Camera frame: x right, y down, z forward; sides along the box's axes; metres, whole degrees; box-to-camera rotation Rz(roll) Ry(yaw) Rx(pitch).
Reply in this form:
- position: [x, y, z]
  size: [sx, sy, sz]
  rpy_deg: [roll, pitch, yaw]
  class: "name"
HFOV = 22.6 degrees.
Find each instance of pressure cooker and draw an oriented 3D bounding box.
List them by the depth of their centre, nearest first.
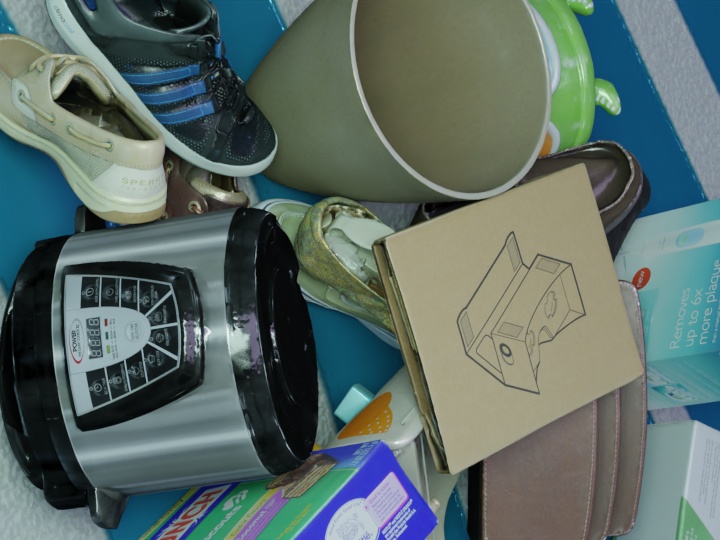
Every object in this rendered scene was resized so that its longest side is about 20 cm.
- position: [-0.137, 0.059, 1.151]
  size: [0.176, 0.198, 0.180]
  rpy_deg: [-80, 160, -58]
  class: "pressure cooker"

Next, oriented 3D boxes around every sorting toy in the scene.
- position: [0.035, 0.135, 1.328]
  size: [0.180, 0.106, 0.202]
  rpy_deg: [-52, 144, -44]
  class: "sorting toy"

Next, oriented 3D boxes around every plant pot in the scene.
- position: [0.004, -0.127, 1.302]
  size: [0.186, 0.199, 0.190]
  rpy_deg: [9, 76, -38]
  class: "plant pot"

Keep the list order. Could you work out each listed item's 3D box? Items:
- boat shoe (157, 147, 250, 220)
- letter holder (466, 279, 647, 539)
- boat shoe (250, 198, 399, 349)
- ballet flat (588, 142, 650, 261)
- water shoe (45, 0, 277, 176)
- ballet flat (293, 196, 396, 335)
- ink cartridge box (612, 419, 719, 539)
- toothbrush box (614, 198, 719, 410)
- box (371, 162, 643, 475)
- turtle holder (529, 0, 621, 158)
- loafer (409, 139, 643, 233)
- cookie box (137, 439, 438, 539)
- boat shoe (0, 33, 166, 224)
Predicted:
- position: [-0.115, -0.045, 1.269]
  size: [0.072, 0.072, 0.202]
  rpy_deg: [11, 74, -38]
  class: "boat shoe"
- position: [0.155, 0.110, 1.360]
  size: [0.140, 0.101, 0.202]
  rpy_deg: [0, 93, -2]
  class: "letter holder"
- position: [0.000, 0.000, 1.363]
  size: [0.199, 0.062, 0.073]
  rpy_deg: [29, 64, -31]
  class: "boat shoe"
- position: [0.205, -0.063, 1.502]
  size: [0.200, 0.067, 0.069]
  rpy_deg: [-62, 152, -57]
  class: "ballet flat"
- position: [-0.118, -0.137, 1.191]
  size: [0.200, 0.079, 0.072]
  rpy_deg: [39, 45, -27]
  class: "water shoe"
- position: [0.041, 0.013, 1.272]
  size: [0.199, 0.071, 0.071]
  rpy_deg: [33, 55, 9]
  class: "ballet flat"
- position: [0.317, 0.231, 1.566]
  size: [0.199, 0.087, 0.147]
  rpy_deg: [24, 67, -32]
  class: "ink cartridge box"
- position: [0.275, 0.029, 1.498]
  size: [0.085, 0.199, 0.148]
  rpy_deg: [31, 64, -30]
  class: "toothbrush box"
- position: [0.107, 0.030, 1.250]
  size: [0.199, 0.021, 0.165]
  rpy_deg: [-21, 97, -38]
  class: "box"
- position: [0.114, -0.170, 1.445]
  size: [0.130, 0.141, 0.188]
  rpy_deg: [-11, 97, -23]
  class: "turtle holder"
- position: [0.129, -0.051, 1.386]
  size: [0.198, 0.071, 0.073]
  rpy_deg: [-23, 61, -10]
  class: "loafer"
- position: [-0.075, 0.197, 1.171]
  size: [0.171, 0.199, 0.076]
  rpy_deg: [-44, 107, -37]
  class: "cookie box"
- position: [-0.185, -0.108, 1.157]
  size: [0.072, 0.200, 0.065]
  rpy_deg: [-13, 132, -35]
  class: "boat shoe"
